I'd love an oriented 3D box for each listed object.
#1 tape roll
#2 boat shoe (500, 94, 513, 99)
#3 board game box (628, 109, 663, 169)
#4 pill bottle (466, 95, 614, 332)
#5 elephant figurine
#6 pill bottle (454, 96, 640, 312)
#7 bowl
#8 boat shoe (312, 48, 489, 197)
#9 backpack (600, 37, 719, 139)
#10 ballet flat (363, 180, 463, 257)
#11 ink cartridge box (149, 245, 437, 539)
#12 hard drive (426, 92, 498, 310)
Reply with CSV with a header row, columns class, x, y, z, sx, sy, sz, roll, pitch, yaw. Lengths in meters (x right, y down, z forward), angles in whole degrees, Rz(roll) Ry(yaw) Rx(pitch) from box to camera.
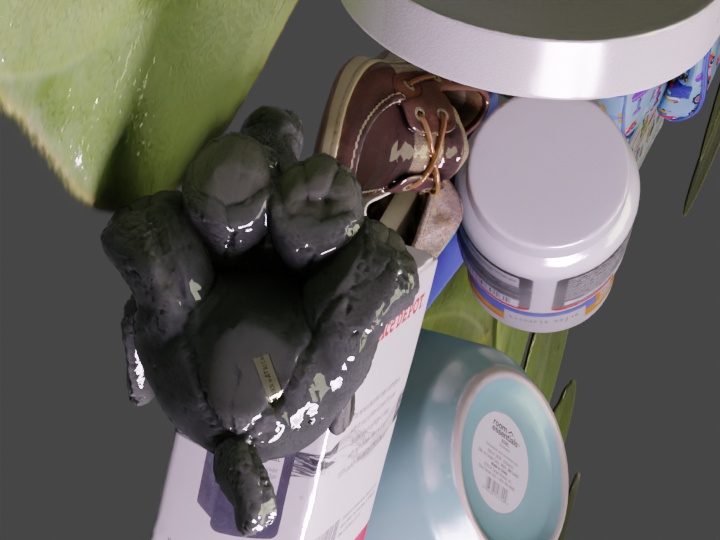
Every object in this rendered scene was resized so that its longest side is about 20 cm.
class,x,y,z,sx,sy,sz,roll,pitch,yaw
tape roll,0.086,-0.156,1.301,0.203,0.202,0.037,-58,161,-50
boat shoe,0.103,-0.205,1.596,0.074,0.060,0.201,-75,-175,-69
board game box,0.220,-0.163,2.202,0.201,0.064,0.148,93,20,-44
pill bottle,0.129,-0.050,1.839,0.200,0.112,0.112,87,24,-60
elephant figurine,-0.043,0.013,1.168,0.155,0.142,0.200,-43,180,-5
pill bottle,0.115,-0.044,1.608,0.200,0.113,0.114,77,31,-80
bowl,0.047,0.120,1.503,0.200,0.105,0.202,16,69,-51
boat shoe,0.026,-0.078,1.440,0.200,0.072,0.072,-38,143,-69
backpack,0.197,-0.183,1.914,0.200,0.134,0.183,-54,157,-48
ballet flat,0.000,0.000,1.480,0.200,0.068,0.067,-64,145,-44
ink cartridge box,-0.038,0.085,1.349,0.145,0.084,0.201,-35,141,-70
hard drive,0.040,-0.027,1.678,0.200,0.025,0.132,-51,154,-60
